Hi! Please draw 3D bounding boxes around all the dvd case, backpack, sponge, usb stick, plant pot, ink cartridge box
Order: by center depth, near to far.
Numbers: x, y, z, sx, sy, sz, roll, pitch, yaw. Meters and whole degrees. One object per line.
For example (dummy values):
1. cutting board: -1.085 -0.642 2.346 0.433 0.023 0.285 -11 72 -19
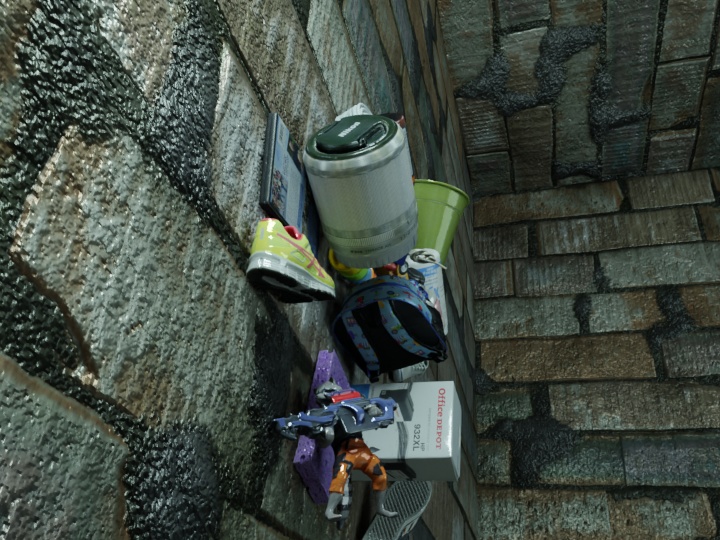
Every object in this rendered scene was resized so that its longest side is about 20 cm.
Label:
1. dvd case: -0.099 -0.115 0.955 0.200 0.017 0.146 56 33 -63
2. sponge: -0.054 0.236 0.992 0.202 0.029 0.113 -79 157 -46
3. ink cartridge box: 0.070 0.276 1.111 0.085 0.196 0.147 70 22 -44
4. backpack: 0.043 0.085 1.145 0.201 0.180 0.136 51 27 -44
5. usb stick: 0.102 0.086 1.448 0.032 0.055 0.203 -21 135 -41
6. plant pot: 0.174 -0.107 1.681 0.200 0.196 0.194 46 53 -66

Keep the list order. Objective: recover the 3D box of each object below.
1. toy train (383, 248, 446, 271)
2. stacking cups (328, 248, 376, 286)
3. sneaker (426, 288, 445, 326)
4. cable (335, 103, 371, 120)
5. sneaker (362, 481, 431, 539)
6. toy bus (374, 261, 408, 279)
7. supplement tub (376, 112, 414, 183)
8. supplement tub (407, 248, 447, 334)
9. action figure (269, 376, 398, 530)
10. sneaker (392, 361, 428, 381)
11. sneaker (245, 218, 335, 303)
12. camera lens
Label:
1. toy train: 0.073 -0.056 1.261 0.116 0.196 0.086 -79 -169 -67
2. stacking cups: 0.000 0.000 1.198 0.200 0.059 0.062 45 42 -67
3. sneaker: 0.105 0.142 1.343 0.200 0.075 0.106 -44 122 -22
4. cable: 0.016 -0.216 1.240 0.201 0.068 0.202 54 22 -38
5. sneaker: 0.061 0.467 1.200 0.199 0.078 0.080 -40 150 -40
6. toy bus: 0.066 0.057 1.378 0.078 0.065 0.203 -30 122 -30
7. supplement tub: 0.062 -0.233 1.415 0.107 0.105 0.204 -68 150 -58
8. supplement tub: 0.139 0.059 1.561 0.132 0.129 0.204 -46 128 -70
9. action figure: -0.041 0.244 0.885 0.105 0.196 0.197 -48 -135 46
10. sneaker: 0.122 0.223 1.556 0.200 0.069 0.075 -4 89 -75
11. sneaker: -0.085 -0.011 0.867 0.200 0.076 0.092 45 41 -66
12. camera lens: 0.004 -0.127 1.006 0.161 0.156 0.203 -74 155 -52
